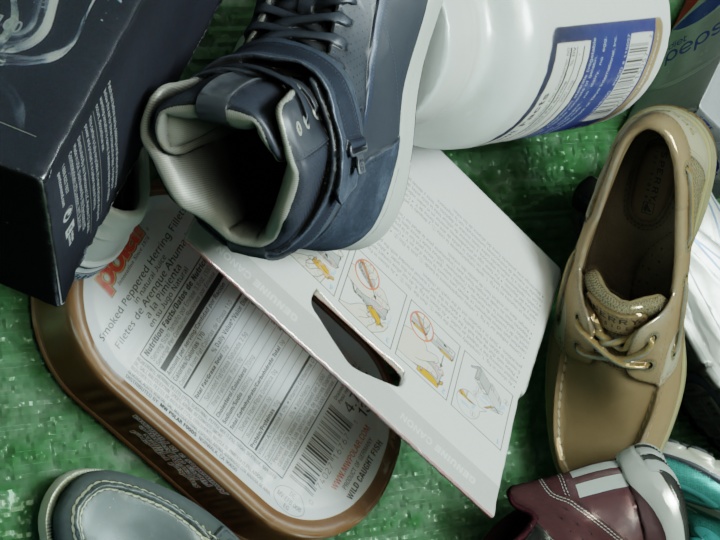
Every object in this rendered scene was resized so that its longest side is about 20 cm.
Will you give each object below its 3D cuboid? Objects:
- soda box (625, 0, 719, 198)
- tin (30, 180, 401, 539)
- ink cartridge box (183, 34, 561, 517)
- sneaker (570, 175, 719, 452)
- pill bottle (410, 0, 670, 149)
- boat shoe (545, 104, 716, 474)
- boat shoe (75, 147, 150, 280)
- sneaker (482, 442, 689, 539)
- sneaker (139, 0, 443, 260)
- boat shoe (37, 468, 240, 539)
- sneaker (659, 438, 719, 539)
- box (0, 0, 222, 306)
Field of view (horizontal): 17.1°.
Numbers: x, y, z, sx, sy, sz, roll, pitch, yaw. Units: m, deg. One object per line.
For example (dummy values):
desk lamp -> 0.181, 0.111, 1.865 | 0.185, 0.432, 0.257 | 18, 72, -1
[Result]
soda box -> 0.221, -0.137, 1.319 | 0.068, 0.063, 0.201 | 41, 61, -23
tin -> -0.062, 0.043, 1.102 | 0.200, 0.042, 0.112 | 43, 55, -21
ink cartridge box -> 0.000, 0.000, 1.116 | 0.200, 0.045, 0.177 | 43, 40, -20
sneaker -> 0.192, 0.022, 1.249 | 0.087, 0.074, 0.201 | -34, 103, -16
pill bottle -> 0.057, -0.116, 1.137 | 0.200, 0.110, 0.112 | -13, 88, -56
boat shoe -> 0.125, 0.019, 1.175 | 0.064, 0.071, 0.202 | -22, 121, -70
boat shoe -> -0.123, -0.098, 1.048 | 0.073, 0.065, 0.201 | 3, 65, -40
sneaker -> 0.104, 0.186, 1.180 | 0.115, 0.076, 0.202 | -8, 105, -6
sneaker -> -0.025, -0.103, 0.981 | 0.146, 0.076, 0.204 | -11, 106, -64
boat shoe -> -0.054, 0.151, 1.068 | 0.200, 0.062, 0.073 | 42, 61, -21
sneaker -> 0.198, 0.168, 1.239 | 0.080, 0.077, 0.200 | -45, 106, -23
box -> -0.171, -0.117, 0.959 | 0.199, 0.104, 0.183 | 21, 63, 9
